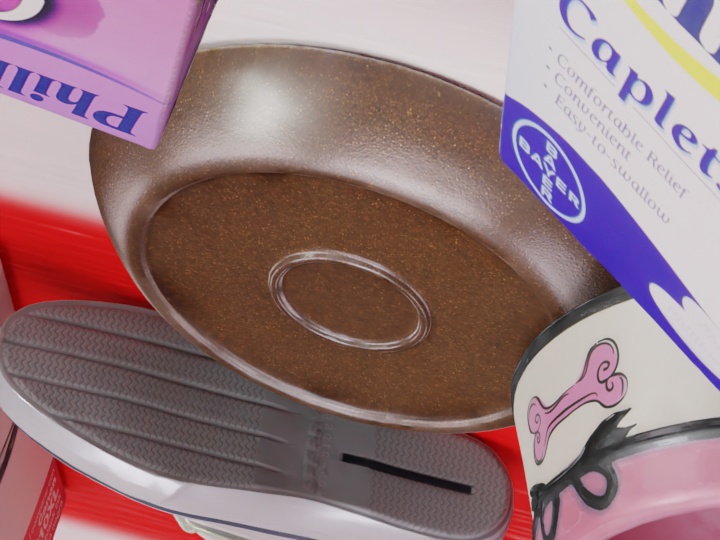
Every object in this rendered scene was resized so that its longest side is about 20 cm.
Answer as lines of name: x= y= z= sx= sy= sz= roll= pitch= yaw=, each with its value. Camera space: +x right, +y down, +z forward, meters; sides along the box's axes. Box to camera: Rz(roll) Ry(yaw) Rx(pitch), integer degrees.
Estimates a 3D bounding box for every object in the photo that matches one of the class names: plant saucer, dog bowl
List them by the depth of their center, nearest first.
dog bowl: x=0.144 y=0.078 z=0.876 sx=0.199 sy=0.074 sz=0.200 roll=7 pitch=150 yaw=4
plant saucer: x=0.000 y=0.000 z=0.907 sx=0.200 sy=0.032 sz=0.200 roll=13 pitch=149 yaw=8

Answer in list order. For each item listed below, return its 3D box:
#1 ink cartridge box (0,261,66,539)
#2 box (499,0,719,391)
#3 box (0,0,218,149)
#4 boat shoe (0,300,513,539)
ink cartridge box: x=-0.204 y=0.059 z=1.063 sx=0.144 sy=0.085 sz=0.200 roll=14 pitch=150 yaw=10
box: x=0.128 y=-0.046 z=0.604 sx=0.184 sy=0.105 sz=0.200 roll=48 pitch=158 yaw=24
box: x=-0.103 y=-0.145 z=0.668 sx=0.175 sy=0.097 sz=0.200 roll=20 pitch=150 yaw=-2
boat shoe: x=-0.046 y=0.075 z=1.004 sx=0.199 sy=0.074 sz=0.067 roll=22 pitch=141 yaw=-5
